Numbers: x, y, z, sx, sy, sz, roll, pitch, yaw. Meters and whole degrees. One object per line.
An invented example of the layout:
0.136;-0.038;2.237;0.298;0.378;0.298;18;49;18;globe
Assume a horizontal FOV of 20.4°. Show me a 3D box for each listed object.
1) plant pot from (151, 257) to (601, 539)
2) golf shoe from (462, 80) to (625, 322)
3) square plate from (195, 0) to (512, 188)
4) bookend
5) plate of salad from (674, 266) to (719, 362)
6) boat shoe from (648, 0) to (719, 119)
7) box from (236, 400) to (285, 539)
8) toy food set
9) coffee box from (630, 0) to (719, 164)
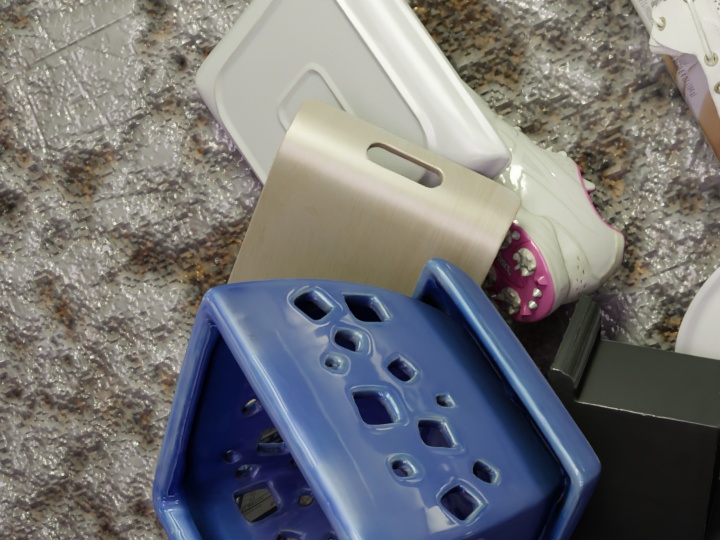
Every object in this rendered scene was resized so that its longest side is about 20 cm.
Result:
0.012;0.123;1.128;0.200;0.179;0.200;55;145;31;plant pot
0.090;-0.058;1.255;0.200;0.091;0.075;60;149;23;golf shoe
-0.017;-0.095;1.253;0.200;0.028;0.198;56;138;11;square plate
0.207;0.138;1.179;0.198;0.092;0.201;9;119;14;bookend
0.287;0.052;1.191;0.199;0.048;0.201;3;120;6;plate of salad
0.191;-0.141;1.115;0.069;0.071;0.200;-26;89;20;boat shoe
-0.076;0.161;1.307;0.032;0.121;0.201;15;101;17;box
0.000;0.000;1.234;0.143;0.060;0.200;26;130;3;toy food set
0.244;-0.131;1.178;0.114;0.080;0.200;-29;87;21;coffee box
